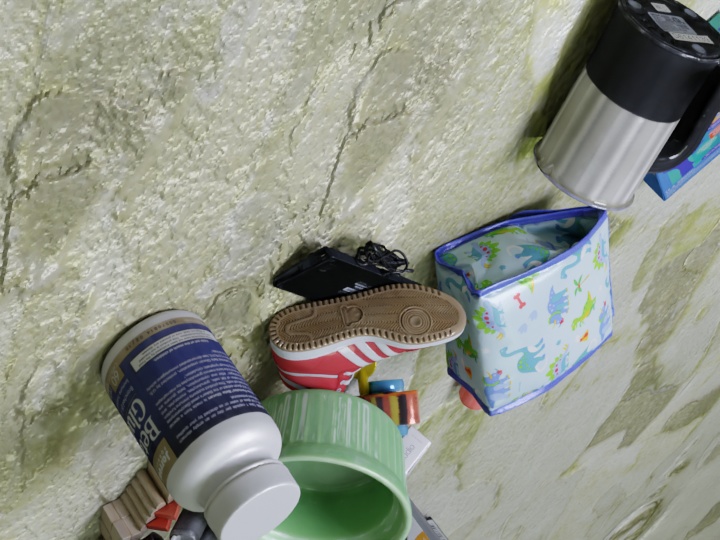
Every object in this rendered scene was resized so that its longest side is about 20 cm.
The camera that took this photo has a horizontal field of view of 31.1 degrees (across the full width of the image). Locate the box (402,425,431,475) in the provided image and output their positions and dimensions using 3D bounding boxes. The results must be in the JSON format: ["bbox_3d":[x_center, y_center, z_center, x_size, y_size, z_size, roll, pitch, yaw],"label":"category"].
[{"bbox_3d":[0.013,0.271,1.524,0.145,0.036,0.200,-49,171,-22],"label":"box"}]

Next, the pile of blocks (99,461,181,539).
[{"bbox_3d":[-0.190,0.226,1.347,0.200,0.062,0.082,-48,149,15],"label":"pile of blocks"}]

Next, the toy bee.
[{"bbox_3d":[-0.001,0.164,1.438,0.107,0.132,0.200,-5,154,-9],"label":"toy bee"}]

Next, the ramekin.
[{"bbox_3d":[-0.044,0.213,1.334,0.198,0.098,0.201,3,136,2],"label":"ramekin"}]

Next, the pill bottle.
[{"bbox_3d":[-0.139,0.141,1.148,0.110,0.200,0.112,-28,149,-19],"label":"pill bottle"}]

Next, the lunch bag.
[{"bbox_3d":[0.190,0.033,1.419,0.198,0.127,0.171,-21,126,-17],"label":"lunch bag"}]

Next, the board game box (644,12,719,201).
[{"bbox_3d":[0.373,-0.180,1.459,0.152,0.045,0.200,-40,151,1],"label":"board game box"}]

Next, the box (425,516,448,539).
[{"bbox_3d":[0.053,0.476,1.903,0.106,0.122,0.201,5,129,-52],"label":"box"}]

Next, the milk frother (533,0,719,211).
[{"bbox_3d":[0.295,-0.133,1.254,0.179,0.201,0.189,12,128,-18],"label":"milk frother"}]

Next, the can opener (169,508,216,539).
[{"bbox_3d":[-0.192,0.282,1.353,0.201,0.066,0.054,-65,145,-53],"label":"can opener"}]

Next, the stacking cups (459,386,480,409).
[{"bbox_3d":[0.173,0.095,1.598,0.060,0.061,0.201,-19,148,-31],"label":"stacking cups"}]

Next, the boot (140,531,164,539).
[{"bbox_3d":[-0.265,0.373,1.428,0.165,0.073,0.201,-24,141,-3],"label":"boot"}]

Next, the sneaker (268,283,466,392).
[{"bbox_3d":[0.007,0.077,1.324,0.198,0.072,0.113,-6,145,-5],"label":"sneaker"}]

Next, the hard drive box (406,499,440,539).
[{"bbox_3d":[0.022,0.420,1.759,0.200,0.156,0.077,-42,150,3],"label":"hard drive box"}]

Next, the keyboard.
[{"bbox_3d":[0.000,0.000,1.302,0.103,0.040,0.199,-25,158,23],"label":"keyboard"}]
